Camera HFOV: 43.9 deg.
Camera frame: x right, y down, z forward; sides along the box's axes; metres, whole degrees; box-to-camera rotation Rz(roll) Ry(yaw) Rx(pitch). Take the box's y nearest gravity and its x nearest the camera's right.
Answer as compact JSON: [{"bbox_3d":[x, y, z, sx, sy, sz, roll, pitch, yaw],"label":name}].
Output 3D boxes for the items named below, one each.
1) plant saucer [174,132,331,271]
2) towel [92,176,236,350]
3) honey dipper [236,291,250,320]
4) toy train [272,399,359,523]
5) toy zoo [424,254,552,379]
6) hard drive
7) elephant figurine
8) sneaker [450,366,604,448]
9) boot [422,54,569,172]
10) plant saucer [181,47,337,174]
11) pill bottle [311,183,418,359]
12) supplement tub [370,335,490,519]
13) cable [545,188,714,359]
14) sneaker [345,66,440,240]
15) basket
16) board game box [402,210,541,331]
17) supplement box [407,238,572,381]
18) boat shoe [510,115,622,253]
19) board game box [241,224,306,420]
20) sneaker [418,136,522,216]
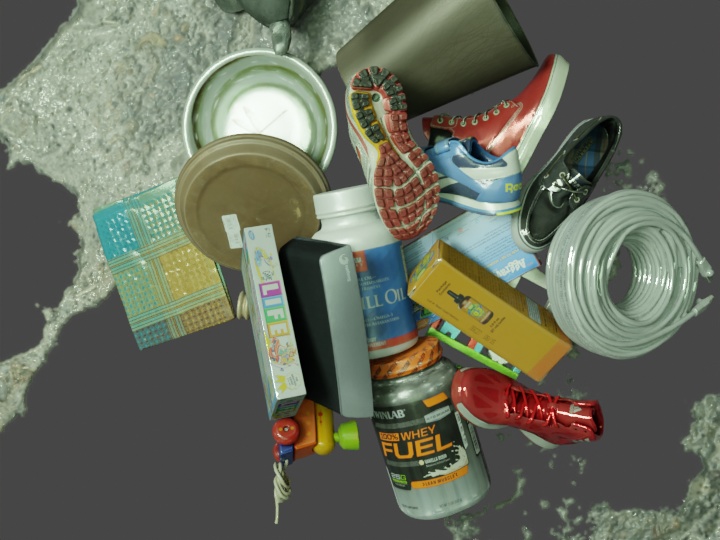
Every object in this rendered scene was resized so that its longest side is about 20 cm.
[{"bbox_3d":[-0.133,-0.076,1.116,0.199,0.030,0.201,-1,125,-1],"label":"plant saucer"},{"bbox_3d":[-0.261,-0.009,1.188,0.146,0.022,0.201,-18,93,8],"label":"towel"},{"bbox_3d":[-0.060,0.055,1.162,0.199,0.038,0.038,6,94,4],"label":"honey dipper"},{"bbox_3d":[-0.052,0.214,1.116,0.115,0.085,0.201,-2,59,-6],"label":"toy train"},{"bbox_3d":[0.170,0.054,1.144,0.131,0.020,0.201,27,96,4],"label":"toy zoo"},{"bbox_3d":[-0.043,0.066,1.032,0.042,0.135,0.201,-15,105,-31],"label":"hard drive"},{"bbox_3d":[-0.152,-0.386,1.112,0.199,0.155,0.142,18,139,15],"label":"elephant figurine"},{"bbox_3d":[0.211,0.156,1.062,0.199,0.115,0.079,21,65,-31],"label":"sneaker"},{"bbox_3d":[0.159,-0.194,1.106,0.144,0.072,0.201,28,100,5],"label":"boot"},{"bbox_3d":[-0.126,-0.181,1.145,0.199,0.050,0.201,1,96,5],"label":"plant saucer"},{"bbox_3d":[0.000,0.000,1.083,0.112,0.112,0.201,-11,97,7],"label":"pill bottle"},{"bbox_3d":[0.078,0.191,1.103,0.122,0.123,0.201,-17,98,7],"label":"supplement tub"},{"bbox_3d":[0.311,0.003,1.058,0.200,0.069,0.200,-36,109,-18],"label":"cable"},{"bbox_3d":[0.034,-0.133,1.022,0.078,0.082,0.201,-17,102,-11],"label":"sneaker"},{"bbox_3d":[0.083,-0.264,1.067,0.199,0.136,0.180,-29,129,21],"label":"basket"},{"bbox_3d":[0.114,-0.005,1.116,0.200,0.019,0.103,-30,87,20],"label":"board game box"},{"bbox_3d":[0.155,0.047,1.071,0.200,0.069,0.067,33,116,-13],"label":"supplement box"},{"bbox_3d":[0.252,-0.107,1.068,0.070,0.066,0.200,42,73,-6],"label":"boat shoe"},{"bbox_3d":[-0.105,0.064,1.050,0.034,0.135,0.201,-9,73,-12],"label":"board game box"},{"bbox_3d":[0.101,-0.125,1.062,0.199,0.074,0.083,14,115,20],"label":"sneaker"}]
